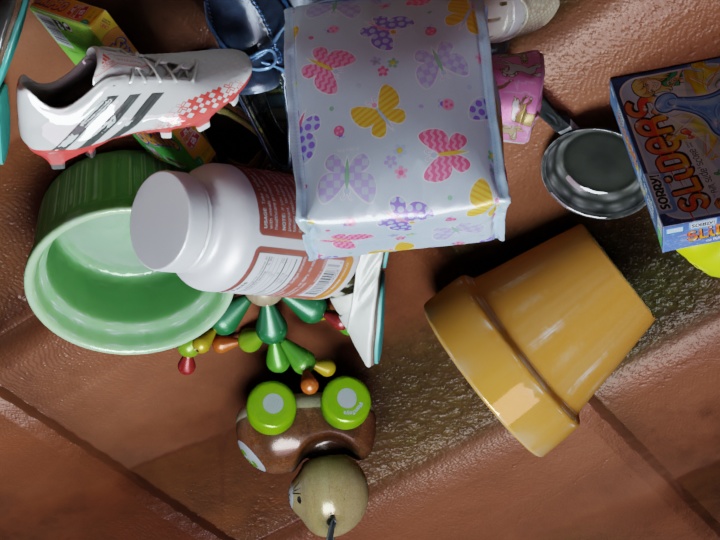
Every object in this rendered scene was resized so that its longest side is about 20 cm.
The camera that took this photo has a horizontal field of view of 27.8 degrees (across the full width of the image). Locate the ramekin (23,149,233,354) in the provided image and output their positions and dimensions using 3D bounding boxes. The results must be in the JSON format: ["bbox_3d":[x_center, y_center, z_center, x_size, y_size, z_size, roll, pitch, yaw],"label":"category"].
[{"bbox_3d":[-0.221,-0.021,1.399,0.198,0.098,0.201,-5,137,-5],"label":"ramekin"}]

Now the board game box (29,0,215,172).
[{"bbox_3d":[-0.201,-0.158,1.268,0.030,0.095,0.201,-50,135,-17],"label":"board game box"}]

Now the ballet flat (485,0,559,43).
[{"bbox_3d":[0.077,-0.217,1.221,0.198,0.063,0.068,5,135,-15],"label":"ballet flat"}]

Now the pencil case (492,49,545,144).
[{"bbox_3d":[0.057,-0.159,1.244,0.197,0.084,0.087,6,172,-3],"label":"pencil case"}]

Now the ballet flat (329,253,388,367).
[{"bbox_3d":[0.000,0.000,1.467,0.069,0.070,0.202,1,115,-11],"label":"ballet flat"}]

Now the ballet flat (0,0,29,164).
[{"bbox_3d":[-0.331,-0.167,1.253,0.068,0.068,0.201,13,133,-10],"label":"ballet flat"}]

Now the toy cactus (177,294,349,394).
[{"bbox_3d":[-0.100,0.049,1.511,0.197,0.103,0.166,-2,127,4],"label":"toy cactus"}]

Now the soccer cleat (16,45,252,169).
[{"bbox_3d":[-0.182,-0.149,1.174,0.198,0.069,0.086,-20,135,-11],"label":"soccer cleat"}]

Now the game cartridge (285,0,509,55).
[{"bbox_3d":[0.034,-0.225,1.276,0.198,0.041,0.134,-8,141,-1],"label":"game cartridge"}]

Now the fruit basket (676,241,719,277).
[{"bbox_3d":[0.377,-0.034,1.413,0.213,0.217,0.156,-8,137,-1],"label":"fruit basket"}]

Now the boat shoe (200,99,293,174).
[{"bbox_3d":[-0.109,-0.111,1.346,0.071,0.068,0.200,-27,135,16],"label":"boat shoe"}]

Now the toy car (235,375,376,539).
[{"bbox_3d":[-0.054,0.237,1.592,0.156,0.202,0.165,-3,160,-6],"label":"toy car"}]

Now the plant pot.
[{"bbox_3d":[0.196,0.057,1.502,0.183,0.201,0.200,-39,131,9],"label":"plant pot"}]

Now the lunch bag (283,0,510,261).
[{"bbox_3d":[0.028,-0.121,1.142,0.167,0.202,0.127,-7,165,1],"label":"lunch bag"}]

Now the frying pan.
[{"bbox_3d":[0.203,-0.117,1.421,0.189,0.031,0.115,31,137,-9],"label":"frying pan"}]

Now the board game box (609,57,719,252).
[{"bbox_3d":[0.315,-0.111,1.324,0.134,0.201,0.035,-11,137,2],"label":"board game box"}]

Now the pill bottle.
[{"bbox_3d":[-0.101,-0.035,1.289,0.199,0.113,0.112,6,139,-46],"label":"pill bottle"}]

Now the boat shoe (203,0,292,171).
[{"bbox_3d":[-0.081,-0.174,1.257,0.083,0.069,0.201,-2,132,37],"label":"boat shoe"}]
